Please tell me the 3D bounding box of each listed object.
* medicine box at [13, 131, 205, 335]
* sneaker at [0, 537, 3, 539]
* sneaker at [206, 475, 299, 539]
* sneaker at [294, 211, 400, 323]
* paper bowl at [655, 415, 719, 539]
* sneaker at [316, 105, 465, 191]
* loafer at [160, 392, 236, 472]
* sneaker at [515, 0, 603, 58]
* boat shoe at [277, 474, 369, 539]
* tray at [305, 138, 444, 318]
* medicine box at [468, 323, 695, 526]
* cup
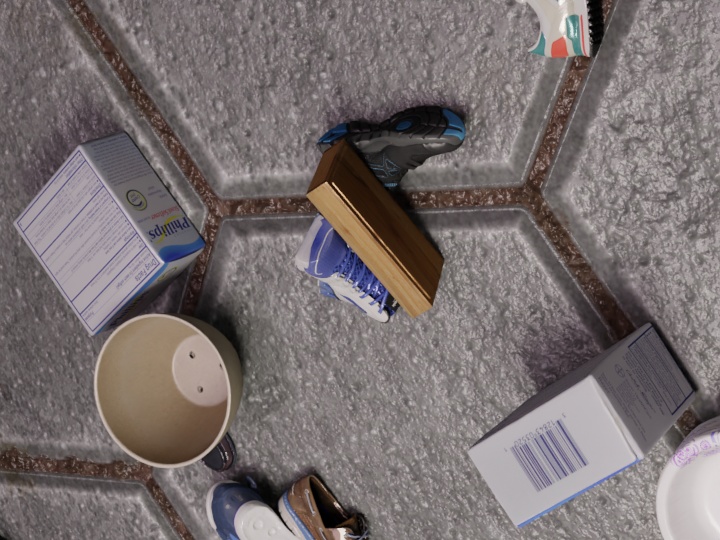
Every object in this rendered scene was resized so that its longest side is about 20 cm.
[{"bbox_3d":[-0.343,-0.050,1.892,0.182,0.103,0.201,-40,84,33],"label":"medicine box"},{"bbox_3d":[-0.637,0.397,2.234,0.200,0.079,0.089,45,115,1],"label":"sneaker"},{"bbox_3d":[-0.141,0.372,1.936,0.146,0.080,0.201,21,148,56],"label":"sneaker"},{"bbox_3d":[0.000,0.000,1.669,0.114,0.200,0.081,24,80,19],"label":"sneaker"},{"bbox_3d":[0.433,0.253,1.527,0.198,0.104,0.204,9,109,27],"label":"paper bowl"},{"bbox_3d":[0.045,-0.142,1.664,0.198,0.073,0.083,-4,121,36],"label":"sneaker"},{"bbox_3d":[-0.259,0.210,1.948,0.200,0.063,0.072,48,122,9],"label":"loafer"},{"bbox_3d":[0.204,-0.326,1.498,0.092,0.070,0.203,-2,107,25],"label":"sneaker"},{"bbox_3d":[-0.027,0.360,1.854,0.200,0.072,0.073,46,121,11],"label":"boat shoe"},{"bbox_3d":[0.021,-0.050,1.635,0.037,0.099,0.200,-30,112,29],"label":"tray"},{"bbox_3d":[0.249,0.169,1.543,0.182,0.199,0.104,-37,84,33],"label":"medicine box"},{"bbox_3d":[-0.234,0.145,1.855,0.197,0.143,0.204,3,99,19],"label":"cup"}]
